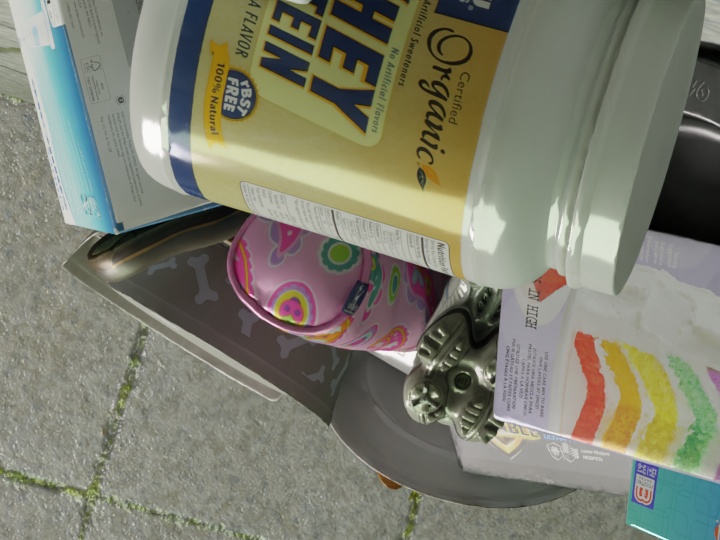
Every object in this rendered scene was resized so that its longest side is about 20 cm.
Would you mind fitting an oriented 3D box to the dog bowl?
[{"bbox_3d":[-0.091,0.024,1.423,0.199,0.059,0.200,31,173,4],"label":"dog bowl"}]

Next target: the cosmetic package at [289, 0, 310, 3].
[{"bbox_3d":[-0.075,-0.151,0.735,0.101,0.072,0.200,17,178,13],"label":"cosmetic package"}]

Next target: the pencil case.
[{"bbox_3d":[0.000,0.000,1.240,0.087,0.088,0.200,17,180,20],"label":"pencil case"}]

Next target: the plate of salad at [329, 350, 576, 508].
[{"bbox_3d":[0.069,0.094,1.489,0.198,0.048,0.201,7,-144,-5],"label":"plate of salad"}]

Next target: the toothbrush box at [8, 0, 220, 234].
[{"bbox_3d":[-0.134,-0.103,1.275,0.085,0.148,0.200,-16,-174,-15],"label":"toothbrush box"}]

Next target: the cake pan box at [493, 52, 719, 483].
[{"bbox_3d":[0.157,-0.005,1.086,0.183,0.202,0.052,15,-162,33],"label":"cake pan box"}]

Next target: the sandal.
[{"bbox_3d":[-0.059,-0.024,1.308,0.199,0.055,0.082,-22,-171,-17],"label":"sandal"}]

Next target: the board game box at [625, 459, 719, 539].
[{"bbox_3d":[0.253,0.125,1.104,0.151,0.045,0.199,-4,-165,-39],"label":"board game box"}]

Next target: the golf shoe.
[{"bbox_3d":[0.085,-0.007,1.235,0.078,0.201,0.097,30,-159,-4],"label":"golf shoe"}]

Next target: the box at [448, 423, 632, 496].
[{"bbox_3d":[0.118,0.032,1.321,0.199,0.200,0.050,5,-151,45],"label":"box"}]

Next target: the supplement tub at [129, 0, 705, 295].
[{"bbox_3d":[0.024,-0.077,0.884,0.198,0.146,0.144,17,178,12],"label":"supplement tub"}]

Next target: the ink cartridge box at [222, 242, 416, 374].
[{"bbox_3d":[0.019,-0.031,1.458,0.199,0.148,0.083,29,-147,16],"label":"ink cartridge box"}]
